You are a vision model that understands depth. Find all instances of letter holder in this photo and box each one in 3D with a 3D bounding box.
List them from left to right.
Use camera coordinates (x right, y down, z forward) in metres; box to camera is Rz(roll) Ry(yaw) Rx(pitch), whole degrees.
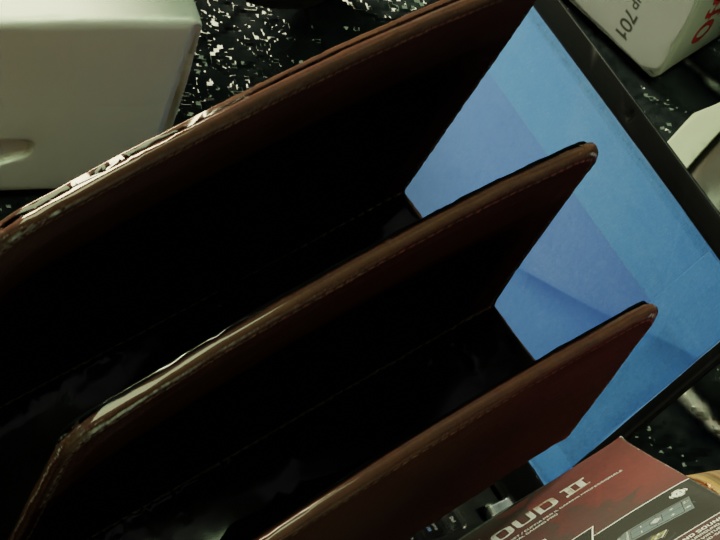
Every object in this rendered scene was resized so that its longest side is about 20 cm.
[{"bbox_3d":[-0.012,0.017,0.681,0.199,0.142,0.101,-29,73,-34],"label":"letter holder"}]

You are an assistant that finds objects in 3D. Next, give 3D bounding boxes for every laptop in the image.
[{"bbox_3d":[0.000,0.000,0.818,0.199,0.104,0.178,-16,58,-31],"label":"laptop"}]

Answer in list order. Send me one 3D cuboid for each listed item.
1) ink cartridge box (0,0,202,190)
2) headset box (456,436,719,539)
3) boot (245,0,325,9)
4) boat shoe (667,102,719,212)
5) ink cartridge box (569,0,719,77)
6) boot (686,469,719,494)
[{"bbox_3d":[-0.154,-0.130,0.879,0.145,0.085,0.201,-4,52,-25],"label":"ink cartridge box"},{"bbox_3d":[0.097,0.137,0.628,0.077,0.200,0.149,-30,104,-8],"label":"headset box"},{"bbox_3d":[-0.054,-0.184,0.895,0.077,0.200,0.139,-31,70,7],"label":"boot"},{"bbox_3d":[0.164,-0.051,0.949,0.060,0.072,0.201,40,56,9],"label":"boat shoe"},{"bbox_3d":[0.178,-0.187,1.013,0.200,0.147,0.086,-30,68,-37],"label":"ink cartridge box"},{"bbox_3d":[0.116,0.160,0.760,0.154,0.074,0.201,-15,61,-21],"label":"boot"}]
